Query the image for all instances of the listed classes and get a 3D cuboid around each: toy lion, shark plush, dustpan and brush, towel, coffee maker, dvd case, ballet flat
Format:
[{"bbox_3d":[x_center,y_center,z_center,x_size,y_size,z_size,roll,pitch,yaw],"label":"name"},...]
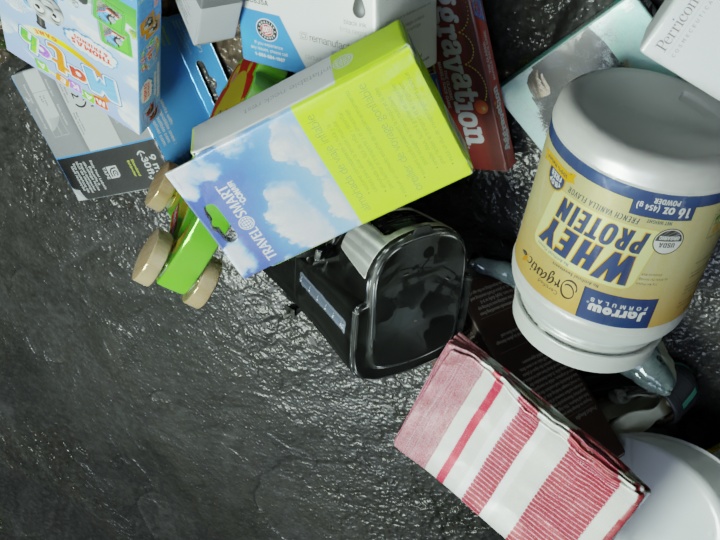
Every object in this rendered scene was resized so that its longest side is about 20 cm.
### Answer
[{"bbox_3d":[-0.119,-0.095,0.909,0.068,0.200,0.192,26,117,-20],"label":"toy lion"},{"bbox_3d":[0.191,0.030,0.917,0.200,0.083,0.091,37,132,-7],"label":"shark plush"},{"bbox_3d":[0.308,0.217,0.894,0.199,0.057,0.141,3,94,53],"label":"dustpan and brush"},{"bbox_3d":[0.126,0.163,0.882,0.200,0.023,0.145,38,130,18],"label":"towel"},{"bbox_3d":[0.000,0.000,0.925,0.200,0.134,0.193,46,164,43],"label":"coffee maker"},{"bbox_3d":[0.223,-0.107,0.847,0.146,0.022,0.200,-31,106,40],"label":"dvd case"},{"bbox_3d":[0.219,0.134,0.996,0.199,0.073,0.073,-18,114,37],"label":"ballet flat"}]

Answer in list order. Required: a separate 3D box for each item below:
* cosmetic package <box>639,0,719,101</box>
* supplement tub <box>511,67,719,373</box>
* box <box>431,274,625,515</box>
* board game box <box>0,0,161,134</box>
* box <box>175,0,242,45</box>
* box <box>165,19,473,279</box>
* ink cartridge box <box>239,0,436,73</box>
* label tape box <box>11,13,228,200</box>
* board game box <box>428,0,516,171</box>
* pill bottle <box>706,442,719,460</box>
[{"bbox_3d":[0.305,-0.149,0.727,0.199,0.071,0.102,32,121,3],"label":"cosmetic package"},{"bbox_3d":[0.196,-0.035,0.803,0.144,0.145,0.201,20,130,13],"label":"supplement tub"},{"bbox_3d":[0.139,0.103,0.946,0.075,0.100,0.201,-42,72,41],"label":"box"},{"bbox_3d":[-0.234,-0.213,0.873,0.151,0.037,0.200,33,154,5],"label":"board game box"},{"bbox_3d":[-0.123,-0.291,0.787,0.157,0.041,0.200,66,157,17],"label":"box"},{"bbox_3d":[-0.030,-0.085,0.790,0.199,0.048,0.122,-25,127,12],"label":"box"},{"bbox_3d":[-0.022,-0.254,0.801,0.146,0.086,0.201,20,130,33],"label":"ink cartridge box"},{"bbox_3d":[-0.218,-0.154,1.016,0.199,0.066,0.144,-5,120,33],"label":"label tape box"},{"bbox_3d":[0.062,-0.176,0.869,0.102,0.019,0.201,7,127,37],"label":"board game box"},{"bbox_3d":[0.353,0.200,0.951,0.104,0.104,0.200,42,132,-6],"label":"pill bottle"}]
